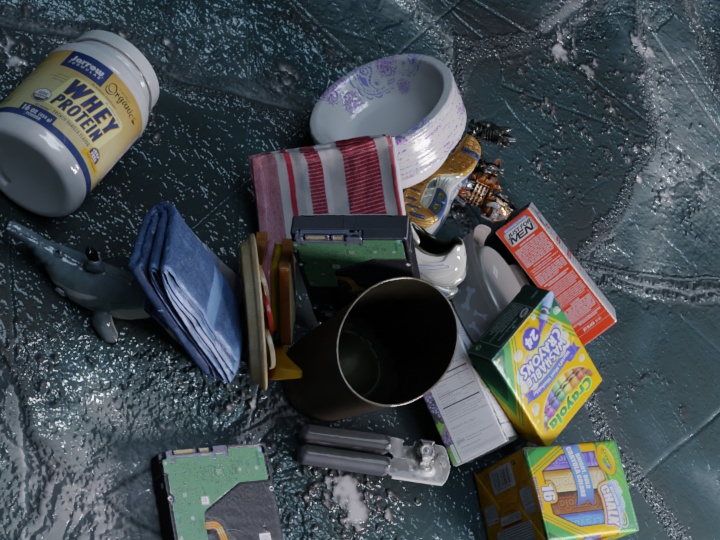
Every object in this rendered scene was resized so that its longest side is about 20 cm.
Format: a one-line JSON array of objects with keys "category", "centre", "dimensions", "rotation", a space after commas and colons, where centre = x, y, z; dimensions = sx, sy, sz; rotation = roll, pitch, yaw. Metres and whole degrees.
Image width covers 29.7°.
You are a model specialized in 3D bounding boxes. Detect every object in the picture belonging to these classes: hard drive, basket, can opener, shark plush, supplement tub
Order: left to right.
[{"category": "supplement tub", "centre": [-0.339, -0.176, 1.598], "dimensions": [0.144, 0.144, 0.200], "rotation": [40, 53, -10]}, {"category": "shark plush", "centre": [-0.312, -0.008, 1.571], "dimensions": [0.200, 0.083, 0.091], "rotation": [42, 52, -8]}, {"category": "hard drive", "centre": [-0.157, 0.301, 1.549], "dimensions": [0.139, 0.038, 0.201], "rotation": [-1, 69, -33]}, {"category": "basket", "centre": [-0.003, 0.108, 1.630], "dimensions": [0.180, 0.200, 0.136], "rotation": [-38, 94, -34]}, {"category": "hard drive", "centre": [0.000, 0.000, 1.636], "dimensions": [0.139, 0.200, 0.038], "rotation": [0, 60, 10]}, {"category": "can opener", "centre": [0.015, 0.234, 1.689], "dimensions": [0.199, 0.067, 0.054], "rotation": [10, 62, -13]}]

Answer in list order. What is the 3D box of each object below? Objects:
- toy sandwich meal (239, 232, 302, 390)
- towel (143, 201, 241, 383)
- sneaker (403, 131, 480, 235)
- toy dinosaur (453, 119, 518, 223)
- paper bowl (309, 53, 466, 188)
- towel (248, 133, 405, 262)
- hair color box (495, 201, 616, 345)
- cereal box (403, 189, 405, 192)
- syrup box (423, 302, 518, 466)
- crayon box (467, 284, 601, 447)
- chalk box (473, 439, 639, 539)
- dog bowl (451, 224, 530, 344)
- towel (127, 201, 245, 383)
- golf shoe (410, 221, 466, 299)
[{"category": "toy sandwich meal", "centre": [-0.103, 0.046, 1.620], "dimensions": [0.070, 0.205, 0.207], "rotation": [-5, 68, -6]}, {"category": "towel", "centre": [-0.192, 0.028, 1.595], "dimensions": [0.200, 0.024, 0.148], "rotation": [52, 35, -55]}, {"category": "sneaker", "centre": [0.097, -0.108, 1.834], "dimensions": [0.075, 0.088, 0.200], "rotation": [28, 52, 9]}, {"category": "toy dinosaur", "centre": [0.147, -0.151, 1.919], "dimensions": [0.136, 0.102, 0.200], "rotation": [-36, 89, -40]}, {"category": "paper bowl", "centre": [0.041, -0.183, 1.780], "dimensions": [0.201, 0.199, 0.105], "rotation": [-60, 140, -36]}, {"category": "towel", "centre": [-0.042, -0.087, 1.699], "dimensions": [0.023, 0.199, 0.145], "rotation": [-20, 102, -67]}, {"category": "hair color box", "centre": [0.277, 0.002, 1.922], "dimensions": [0.200, 0.064, 0.111], "rotation": [53, 12, 0]}, {"category": "cereal box", "centre": [0.011, -0.078, 1.838], "dimensions": [0.144, 0.039, 0.201], "rotation": [37, 53, -12]}, {"category": "syrup box", "centre": [0.123, 0.144, 1.759], "dimensions": [0.201, 0.081, 0.079], "rotation": [65, 14, 11]}, {"category": "crayon box", "centre": [0.233, 0.134, 1.747], "dimensions": [0.126, 0.051, 0.200], "rotation": [-47, 124, -20]}, {"category": "chalk box", "centre": [0.270, 0.298, 1.766], "dimensions": [0.199, 0.125, 0.125], "rotation": [1, 67, -31]}, {"category": "dog bowl", "centre": [0.180, 0.040, 1.826], "dimensions": [0.200, 0.058, 0.201], "rotation": [50, 24, -31]}, {"category": "towel", "centre": [-0.184, 0.025, 1.515], "dimensions": [0.112, 0.048, 0.200], "rotation": [-83, 153, -43]}, {"category": "golf shoe", "centre": [0.041, -0.034, 1.724], "dimensions": [0.199, 0.098, 0.079], "rotation": [13, 44, 2]}]
